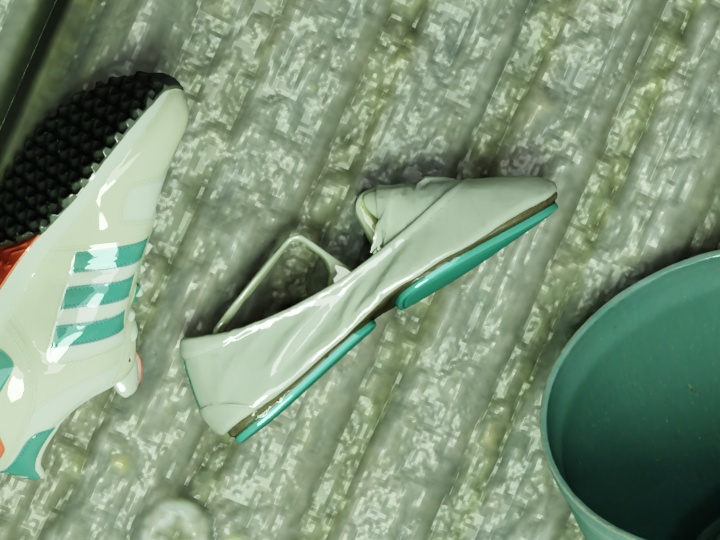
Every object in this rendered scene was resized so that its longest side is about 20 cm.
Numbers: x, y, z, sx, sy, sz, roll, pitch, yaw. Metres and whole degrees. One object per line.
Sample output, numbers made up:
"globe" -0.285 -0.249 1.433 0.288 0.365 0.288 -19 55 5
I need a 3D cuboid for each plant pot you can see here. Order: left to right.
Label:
"plant pot" 0.194 0.103 1.282 0.200 0.200 0.135 -26 130 -10

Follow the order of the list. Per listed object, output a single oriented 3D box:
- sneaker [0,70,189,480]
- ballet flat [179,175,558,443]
"sneaker" -0.128 0.006 1.244 0.093 0.070 0.200 36 86 -34
"ballet flat" 0.000 0.000 1.274 0.200 0.069 0.070 -36 105 -6
